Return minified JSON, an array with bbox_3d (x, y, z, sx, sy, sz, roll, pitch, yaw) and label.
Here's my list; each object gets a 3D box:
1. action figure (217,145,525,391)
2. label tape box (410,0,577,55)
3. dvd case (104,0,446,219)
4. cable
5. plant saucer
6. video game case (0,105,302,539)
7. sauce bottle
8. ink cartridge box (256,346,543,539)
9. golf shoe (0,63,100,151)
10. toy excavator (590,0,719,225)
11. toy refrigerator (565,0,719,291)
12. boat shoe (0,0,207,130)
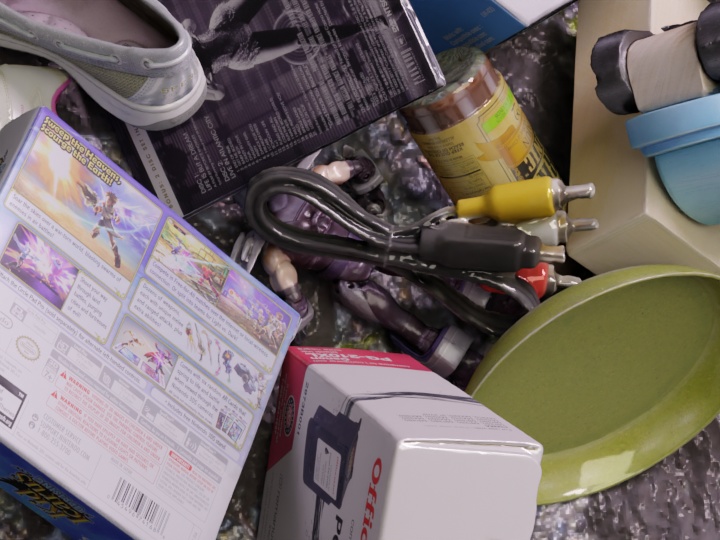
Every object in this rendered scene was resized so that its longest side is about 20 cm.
[{"bbox_3d":[0.000,0.000,1.382,0.200,0.069,0.130,33,77,-8],"label":"action figure"},{"bbox_3d":[0.080,-0.167,1.401,0.200,0.144,0.063,-32,94,-22],"label":"label tape box"},{"bbox_3d":[-0.065,-0.130,1.329,0.016,0.200,0.149,-19,84,-64],"label":"dvd case"},{"bbox_3d":[0.034,-0.016,1.341,0.199,0.097,0.050,7,33,5],"label":"cable"},{"bbox_3d":[0.138,0.062,1.371,0.199,0.200,0.031,-11,51,-22],"label":"plant saucer"},{"bbox_3d":[-0.139,0.043,1.252,0.200,0.045,0.182,40,51,-25],"label":"video game case"},{"bbox_3d":[0.092,-0.039,1.399,0.065,0.065,0.200,-46,121,-22],"label":"sauce bottle"},{"bbox_3d":[0.014,0.135,1.266,0.084,0.200,0.145,5,100,-20],"label":"ink cartridge box"},{"bbox_3d":[-0.172,-0.025,1.317,0.091,0.075,0.201,-19,88,-26],"label":"golf shoe"},{"bbox_3d":[0.236,-0.054,1.358,0.194,0.100,0.201,-13,91,-49],"label":"toy excavator"},{"bbox_3d":[0.172,-0.082,1.419,0.076,0.070,0.200,32,47,-32],"label":"toy refrigerator"},{"bbox_3d":[-0.169,-0.154,1.312,0.202,0.065,0.074,37,64,22],"label":"boat shoe"}]
